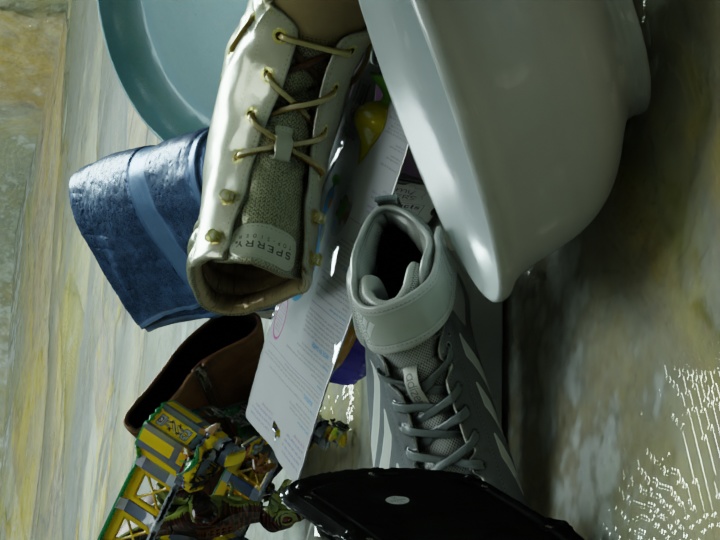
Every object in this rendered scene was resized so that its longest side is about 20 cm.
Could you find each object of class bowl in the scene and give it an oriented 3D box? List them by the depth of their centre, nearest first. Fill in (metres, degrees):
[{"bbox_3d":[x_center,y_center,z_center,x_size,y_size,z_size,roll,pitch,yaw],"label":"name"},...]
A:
[{"bbox_3d":[0.060,-0.095,0.866,0.201,0.090,0.201,159,90,-87],"label":"bowl"}]

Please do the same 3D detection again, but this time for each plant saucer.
[{"bbox_3d":[-0.078,-0.158,1.182,0.200,0.027,0.200,13,109,44],"label":"plant saucer"}]

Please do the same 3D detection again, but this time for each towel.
[{"bbox_3d":[-0.100,-0.023,1.209,0.112,0.049,0.200,58,153,-14],"label":"towel"}]

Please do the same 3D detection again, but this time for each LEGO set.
[{"bbox_3d":[-0.062,0.152,1.218,0.154,0.116,0.200,-61,-19,4],"label":"LEGO set"}]

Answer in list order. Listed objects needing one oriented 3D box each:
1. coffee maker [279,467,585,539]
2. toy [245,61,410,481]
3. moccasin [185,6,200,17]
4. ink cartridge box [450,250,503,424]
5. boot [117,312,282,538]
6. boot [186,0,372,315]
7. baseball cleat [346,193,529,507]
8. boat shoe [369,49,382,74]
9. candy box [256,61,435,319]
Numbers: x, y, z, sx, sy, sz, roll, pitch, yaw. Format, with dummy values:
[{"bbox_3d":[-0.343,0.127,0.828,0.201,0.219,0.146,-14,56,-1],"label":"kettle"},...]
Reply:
[{"bbox_3d":[0.026,0.201,0.816,0.192,0.135,0.200,-126,46,-69],"label":"coffee maker"},{"bbox_3d":[0.000,0.000,1.056,0.115,0.047,0.200,-139,63,-71],"label":"toy"},{"bbox_3d":[-0.082,-0.143,1.262,0.074,0.078,0.202,-108,31,-64],"label":"moccasin"},{"bbox_3d":[0.037,0.100,1.025,0.099,0.039,0.200,129,148,-63],"label":"ink cartridge box"},{"bbox_3d":[-0.113,0.131,1.305,0.188,0.068,0.200,-42,-20,-12],"label":"boot"},{"bbox_3d":[-0.034,-0.073,1.013,0.200,0.072,0.155,129,154,-62],"label":"boot"},{"bbox_3d":[0.026,0.062,0.928,0.106,0.070,0.200,59,-166,-62],"label":"baseball cleat"},{"bbox_3d":[0.033,-0.177,1.054,0.068,0.074,0.200,27,135,34],"label":"boat shoe"},{"bbox_3d":[-0.007,-0.082,1.231,0.200,0.071,0.168,124,152,-60],"label":"candy box"}]
